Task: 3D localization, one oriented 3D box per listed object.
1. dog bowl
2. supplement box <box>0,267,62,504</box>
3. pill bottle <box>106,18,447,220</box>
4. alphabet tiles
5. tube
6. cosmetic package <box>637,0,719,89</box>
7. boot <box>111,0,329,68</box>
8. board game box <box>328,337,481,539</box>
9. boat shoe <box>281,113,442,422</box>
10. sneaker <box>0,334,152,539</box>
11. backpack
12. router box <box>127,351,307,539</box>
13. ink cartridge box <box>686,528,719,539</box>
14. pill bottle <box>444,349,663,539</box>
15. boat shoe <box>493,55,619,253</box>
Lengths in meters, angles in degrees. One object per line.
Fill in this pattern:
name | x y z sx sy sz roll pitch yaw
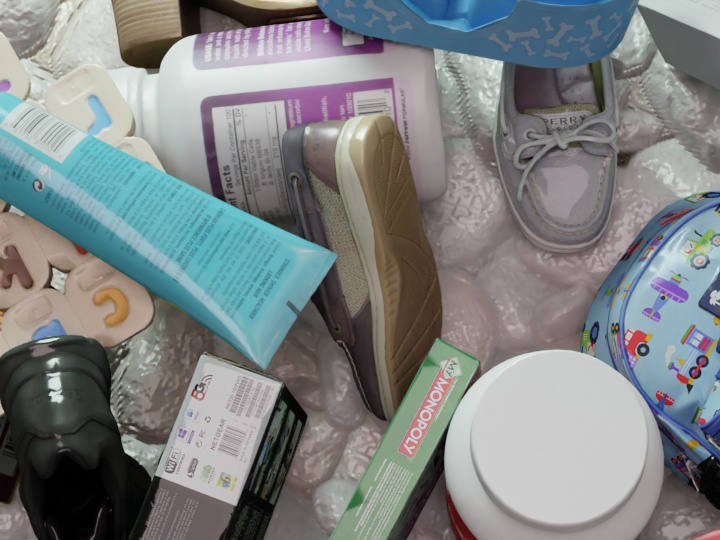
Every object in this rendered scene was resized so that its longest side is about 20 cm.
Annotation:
dog bowl | 0.062 -0.165 0.979 0.199 0.050 0.112 11 42 11
supplement box | -0.282 0.041 1.019 0.199 0.103 0.132 17 81 8
pill bottle | -0.052 -0.086 1.023 0.199 0.112 0.113 -6 78 3
alphabet tiles | -0.205 -0.026 0.967 0.199 0.015 0.196 -31 78 -3
tube | -0.116 -0.027 0.930 0.199 0.050 0.078 29 69 7
cosmetic package | 0.233 -0.133 0.973 0.082 0.200 0.051 -31 114 -3
boot | -0.061 -0.211 1.077 0.199 0.077 0.156 -8 74 10
board game box | 0.009 0.141 0.960 0.029 0.135 0.201 27 82 10
boat shoe | 0.000 0.000 0.983 0.064 0.201 0.072 9 42 25
sneaker | -0.150 0.126 0.942 0.075 0.201 0.091 -15 49 -3
backpack | 0.227 0.041 0.966 0.200 0.135 0.183 36 82 13
router box | -0.090 0.155 0.957 0.051 0.149 0.201 19 80 7
ink cartridge box | 0.134 0.210 0.926 0.199 0.147 0.083 -18 66 0
pill bottle | 0.099 0.106 0.923 0.111 0.200 0.113 -1 73 3
boat shoe | 0.116 -0.112 1.039 0.074 0.065 0.203 1 78 4
